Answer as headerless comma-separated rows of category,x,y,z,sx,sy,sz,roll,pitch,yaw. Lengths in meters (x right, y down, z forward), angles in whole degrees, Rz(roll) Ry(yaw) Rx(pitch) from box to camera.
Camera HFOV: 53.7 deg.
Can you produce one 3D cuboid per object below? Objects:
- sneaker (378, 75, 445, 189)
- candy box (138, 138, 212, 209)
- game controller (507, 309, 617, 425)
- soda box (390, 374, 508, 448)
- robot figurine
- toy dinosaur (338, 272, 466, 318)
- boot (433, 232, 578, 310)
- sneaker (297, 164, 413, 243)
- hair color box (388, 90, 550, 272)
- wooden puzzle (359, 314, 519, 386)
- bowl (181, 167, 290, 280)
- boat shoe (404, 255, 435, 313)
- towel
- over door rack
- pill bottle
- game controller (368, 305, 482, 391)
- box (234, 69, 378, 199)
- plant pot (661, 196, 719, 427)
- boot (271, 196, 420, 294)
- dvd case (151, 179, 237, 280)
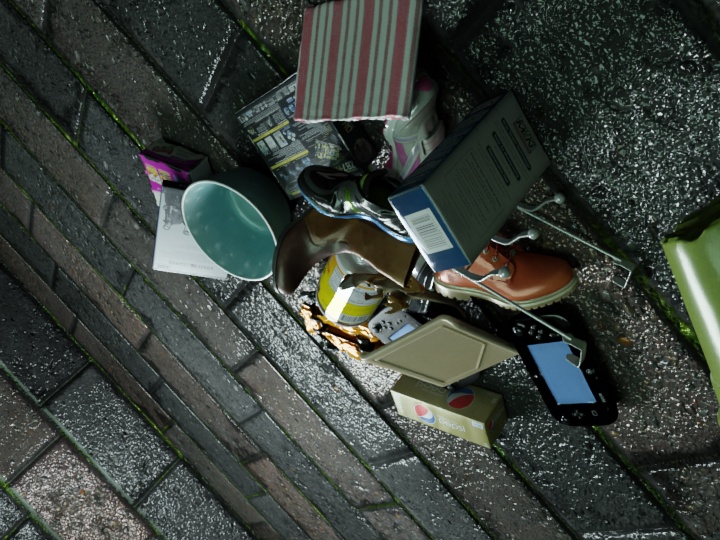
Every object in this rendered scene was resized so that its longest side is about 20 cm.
sneaker,0.081,-0.155,0.896,0.087,0.082,0.202,32,153,17
candy box,-0.336,-0.141,1.379,0.134,0.061,0.203,23,140,28
game controller,0.285,0.139,0.997,0.103,0.042,0.202,-6,122,51
soda box,0.151,0.233,1.233,0.197,0.068,0.065,13,136,39
robot figurine,-0.029,0.101,1.301,0.197,0.058,0.147,22,140,31
toy dinosaur,0.069,0.027,0.998,0.195,0.106,0.062,16,100,-1
boot,0.178,-0.014,0.914,0.196,0.076,0.109,5,131,27
sneaker,0.006,-0.103,0.916,0.196,0.071,0.084,22,147,24
hair color box,0.125,-0.101,0.785,0.060,0.200,0.101,-13,117,51
wooden puzzle,0.124,0.119,1.070,0.183,0.038,0.198,23,145,-36
bowl,-0.198,-0.095,1.222,0.197,0.106,0.204,19,137,19
boat shoe,0.103,-0.009,1.033,0.066,0.073,0.203,14,132,-4
towel,-0.005,-0.254,0.860,0.197,0.030,0.151,9,94,42
over door rack,0.216,-0.013,0.831,0.199,0.148,0.067,37,152,12
pill bottle,0.000,0.000,1.115,0.109,0.109,0.201,40,146,7
game controller,0.106,0.125,1.167,0.198,0.043,0.104,37,149,-9
box,-0.085,-0.201,1.050,0.198,0.049,0.163,-12,115,53
plant pot,0.386,0.022,0.670,0.193,0.198,0.199,59,146,1
boot,-0.012,-0.021,0.982,0.197,0.191,0.069,26,170,28
dvd case,-0.309,-0.071,1.342,0.147,0.025,0.202,9,131,-15
